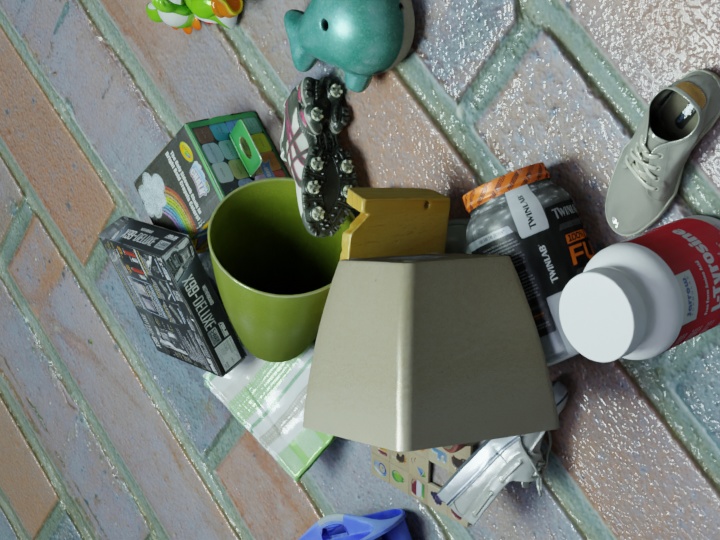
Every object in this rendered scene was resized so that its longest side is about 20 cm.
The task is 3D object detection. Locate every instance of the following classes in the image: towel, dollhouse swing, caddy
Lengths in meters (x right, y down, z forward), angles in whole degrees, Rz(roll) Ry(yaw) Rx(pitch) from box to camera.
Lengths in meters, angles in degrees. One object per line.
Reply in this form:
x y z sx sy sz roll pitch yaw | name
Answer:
-0.105 0.157 1.893 0.200 0.031 0.150 44 102 23 | towel
0.000 0.000 1.644 0.175 0.180 0.202 21 108 49 | dollhouse swing
-0.018 0.362 1.840 0.199 0.141 0.106 -23 90 46 | caddy

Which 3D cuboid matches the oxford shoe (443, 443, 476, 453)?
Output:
0.138 0.117 1.620 0.071 0.074 0.201 55 144 38 | oxford shoe

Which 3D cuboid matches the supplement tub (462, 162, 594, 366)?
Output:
0.188 -0.004 1.523 0.122 0.122 0.202 -26 85 46 | supplement tub

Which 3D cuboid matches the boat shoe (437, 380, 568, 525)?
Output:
0.180 0.217 1.624 0.086 0.075 0.202 43 107 4 | boat shoe

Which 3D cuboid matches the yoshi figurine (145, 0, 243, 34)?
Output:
-0.224 -0.371 1.846 0.199 0.112 0.113 -1 87 48 | yoshi figurine

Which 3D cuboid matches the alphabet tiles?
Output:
0.075 0.199 1.776 0.166 0.008 0.202 24 124 39 | alphabet tiles

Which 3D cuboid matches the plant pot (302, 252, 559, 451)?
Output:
0.069 0.074 1.473 0.199 0.198 0.179 4 96 58 | plant pot

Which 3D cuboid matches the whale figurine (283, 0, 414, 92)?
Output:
-0.030 -0.283 1.668 0.199 0.103 0.161 -6 99 46 | whale figurine

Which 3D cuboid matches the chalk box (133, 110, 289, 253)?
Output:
-0.181 -0.122 1.863 0.200 0.123 0.126 -38 75 44 | chalk box

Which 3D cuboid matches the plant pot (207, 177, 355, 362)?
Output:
-0.101 0.020 1.805 0.187 0.186 0.201 45 150 26 | plant pot

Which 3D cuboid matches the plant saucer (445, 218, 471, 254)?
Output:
0.120 0.043 1.661 0.199 0.050 0.202 16 114 41 | plant saucer

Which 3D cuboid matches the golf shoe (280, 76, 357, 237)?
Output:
-0.056 -0.134 1.755 0.088 0.077 0.202 -19 69 54 | golf shoe

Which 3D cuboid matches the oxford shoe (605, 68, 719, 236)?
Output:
0.292 -0.115 1.429 0.075 0.057 0.201 46 133 22 | oxford shoe

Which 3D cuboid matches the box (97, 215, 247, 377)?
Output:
-0.247 0.034 1.881 0.157 0.050 0.201 16 137 48 | box

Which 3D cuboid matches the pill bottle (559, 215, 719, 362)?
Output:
0.282 0.020 1.378 0.112 0.199 0.114 17 115 41 | pill bottle
